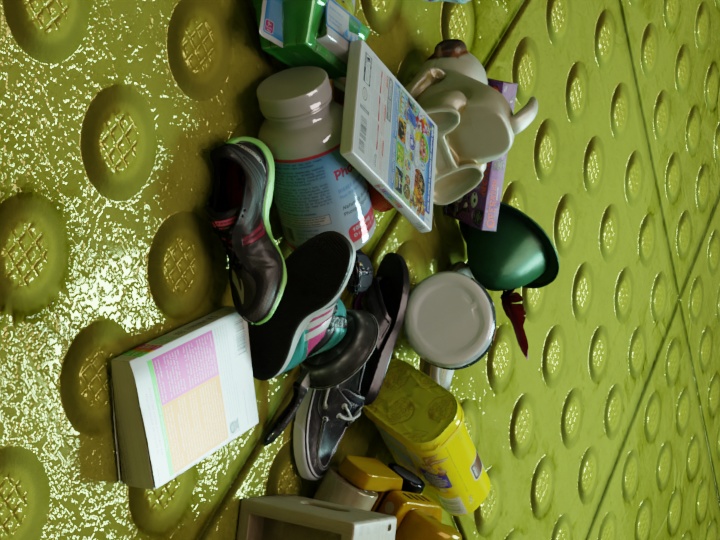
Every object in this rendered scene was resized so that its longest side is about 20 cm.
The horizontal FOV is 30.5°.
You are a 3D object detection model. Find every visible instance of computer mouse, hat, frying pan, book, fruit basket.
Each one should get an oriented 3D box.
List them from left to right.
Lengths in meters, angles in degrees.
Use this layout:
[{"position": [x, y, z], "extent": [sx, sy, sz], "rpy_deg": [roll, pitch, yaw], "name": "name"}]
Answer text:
[{"position": [-0.178, 0.128, 1.379], "extent": [0.199, 0.048, 0.136], "rpy_deg": [-25, 113, -57], "name": "book"}, {"position": [-0.059, 0.113, 1.566], "extent": [0.189, 0.115, 0.031], "rpy_deg": [-37, 123, 6], "name": "frying pan"}, {"position": [-0.045, -0.325, 1.484], "extent": [0.185, 0.093, 0.203], "rpy_deg": [27, 72, -58], "name": "fruit basket"}, {"position": [0.000, 0.000, 1.582], "extent": [0.200, 0.034, 0.060], "rpy_deg": [-122, -149, -88], "name": "computer mouse"}, {"position": [0.172, 0.017, 1.847], "extent": [0.166, 0.200, 0.176], "rpy_deg": [46, 63, -11], "name": "hat"}]

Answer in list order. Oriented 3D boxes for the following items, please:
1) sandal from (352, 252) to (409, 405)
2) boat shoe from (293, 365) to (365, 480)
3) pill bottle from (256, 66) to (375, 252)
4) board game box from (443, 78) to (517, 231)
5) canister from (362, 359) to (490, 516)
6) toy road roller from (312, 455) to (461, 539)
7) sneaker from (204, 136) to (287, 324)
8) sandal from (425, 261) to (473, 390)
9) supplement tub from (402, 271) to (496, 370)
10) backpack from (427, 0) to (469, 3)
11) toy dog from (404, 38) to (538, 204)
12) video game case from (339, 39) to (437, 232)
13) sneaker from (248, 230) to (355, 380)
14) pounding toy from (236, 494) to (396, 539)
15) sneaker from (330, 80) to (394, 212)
[{"position": [0.016, 0.069, 1.680], "extent": [0.048, 0.075, 0.203], "rpy_deg": [22, 75, -31], "name": "sandal"}, {"position": [-0.029, 0.159, 1.613], "extent": [0.072, 0.067, 0.203], "rpy_deg": [30, 70, -57], "name": "boat shoe"}, {"position": [-0.054, -0.121, 1.486], "extent": [0.109, 0.108, 0.202], "rpy_deg": [-50, 136, -44], "name": "pill bottle"}, {"position": [0.165, -0.165, 1.828], "extent": [0.032, 0.120, 0.203], "rpy_deg": [2, 101, -28], "name": "board game box"}, {"position": [0.088, 0.225, 1.744], "extent": [0.087, 0.148, 0.201], "rpy_deg": [-44, 140, -16], "name": "canister"}, {"position": [0.035, 0.322, 1.645], "extent": [0.199, 0.145, 0.124], "rpy_deg": [21, 100, -54], "name": "toy road roller"}, {"position": [-0.132, -0.041, 1.410], "extent": [0.083, 0.076, 0.203], "rpy_deg": [-5, 87, -53], "name": "sneaker"}, {"position": [0.141, 0.089, 1.905], "extent": [0.080, 0.053, 0.203], "rpy_deg": [32, 67, -57], "name": "sandal"}, {"position": [0.121, 0.070, 1.759], "extent": [0.200, 0.121, 0.124], "rpy_deg": [48, 50, -81], "name": "supplement tub"}, {"position": [0.110, -0.446, 1.702], "extent": [0.167, 0.125, 0.203], "rpy_deg": [-41, 132, -53], "name": "backpack"}, {"position": [0.122, -0.219, 1.716], "extent": [0.140, 0.192, 0.201], "rpy_deg": [52, 16, -32], "name": "toy dog"}, {"position": [0.036, -0.150, 1.508], "extent": [0.200, 0.018, 0.145], "rpy_deg": [40, 48, -52], "name": "video game case"}, {"position": [-0.048, 0.033, 1.496], "extent": [0.201, 0.084, 0.120], "rpy_deg": [-55, 166, 25], "name": "sneaker"}, {"position": [-0.029, 0.368, 1.516], "extent": [0.142, 0.198, 0.187], "rpy_deg": [10, 87, -59], "name": "pounding toy"}, {"position": [-0.004, -0.160, 1.567], "extent": [0.077, 0.072, 0.202], "rpy_deg": [22, 45, -59], "name": "sneaker"}]
